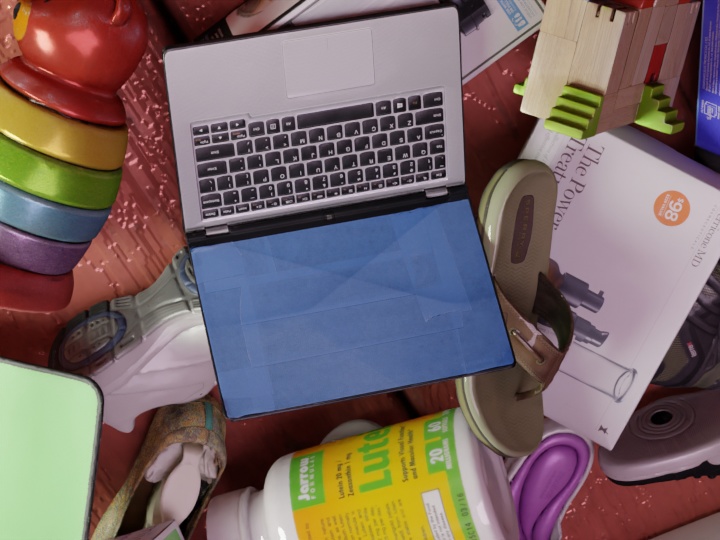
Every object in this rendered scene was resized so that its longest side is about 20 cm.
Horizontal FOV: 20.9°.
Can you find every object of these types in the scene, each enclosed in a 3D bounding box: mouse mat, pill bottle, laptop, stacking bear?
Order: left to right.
[{"bbox_3d":[-0.263,0.127,1.270,0.199,0.008,0.162,13,103,17],"label":"mouse mat"},{"bbox_3d":[-0.193,-0.087,1.196,0.113,0.122,0.201,19,104,-21],"label":"stacking bear"},{"bbox_3d":[-0.011,-0.038,1.191,0.186,0.116,0.201,-10,121,-10],"label":"laptop"},{"bbox_3d":[0.000,0.170,1.342,0.199,0.111,0.112,-16,122,12],"label":"pill bottle"}]

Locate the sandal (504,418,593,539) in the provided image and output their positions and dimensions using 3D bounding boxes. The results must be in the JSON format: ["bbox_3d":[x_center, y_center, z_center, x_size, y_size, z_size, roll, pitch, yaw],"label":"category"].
[{"bbox_3d":[0.118,0.203,1.457,0.082,0.050,0.204,8,115,-18],"label":"sandal"}]

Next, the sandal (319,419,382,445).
[{"bbox_3d":[0.014,0.198,1.438,0.082,0.050,0.204,-12,110,9],"label":"sandal"}]

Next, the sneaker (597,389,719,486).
[{"bbox_3d":[0.276,0.142,1.454,0.199,0.073,0.112,-22,122,-12],"label":"sneaker"}]

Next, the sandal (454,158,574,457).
[{"bbox_3d":[0.107,0.030,1.272,0.080,0.057,0.203,-17,116,-46],"label":"sandal"}]

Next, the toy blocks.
[{"bbox_3d":[0.164,-0.164,1.213,0.099,0.200,0.138,20,108,22],"label":"toy blocks"}]

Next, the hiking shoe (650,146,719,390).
[{"bbox_3d":[0.223,0.002,1.369,0.100,0.076,0.201,-6,120,-15],"label":"hiking shoe"}]

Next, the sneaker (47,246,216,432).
[{"bbox_3d":[-0.110,0.038,1.314,0.199,0.075,0.087,-28,134,9],"label":"sneaker"}]

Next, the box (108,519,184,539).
[{"bbox_3d":[-0.174,0.296,1.333,0.176,0.097,0.201,-21,97,27],"label":"box"}]

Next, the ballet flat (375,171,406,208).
[{"bbox_3d":[0.000,0.000,1.328,0.062,0.067,0.201,-8,128,-43],"label":"ballet flat"}]

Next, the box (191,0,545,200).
[{"bbox_3d":[0.007,-0.151,1.236,0.199,0.060,0.117,-35,121,6],"label":"box"}]

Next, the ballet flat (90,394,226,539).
[{"bbox_3d":[-0.144,0.179,1.375,0.070,0.071,0.201,15,114,-22],"label":"ballet flat"}]

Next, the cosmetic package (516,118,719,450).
[{"bbox_3d":[0.152,0.000,1.329,0.150,0.052,0.201,26,111,1],"label":"cosmetic package"}]

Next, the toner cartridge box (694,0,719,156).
[{"bbox_3d":[0.269,-0.179,1.281,0.095,0.043,0.201,-24,126,-35],"label":"toner cartridge box"}]

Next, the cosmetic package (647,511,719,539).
[{"bbox_3d":[0.304,0.242,1.505,0.199,0.108,0.085,-21,122,-1],"label":"cosmetic package"}]
